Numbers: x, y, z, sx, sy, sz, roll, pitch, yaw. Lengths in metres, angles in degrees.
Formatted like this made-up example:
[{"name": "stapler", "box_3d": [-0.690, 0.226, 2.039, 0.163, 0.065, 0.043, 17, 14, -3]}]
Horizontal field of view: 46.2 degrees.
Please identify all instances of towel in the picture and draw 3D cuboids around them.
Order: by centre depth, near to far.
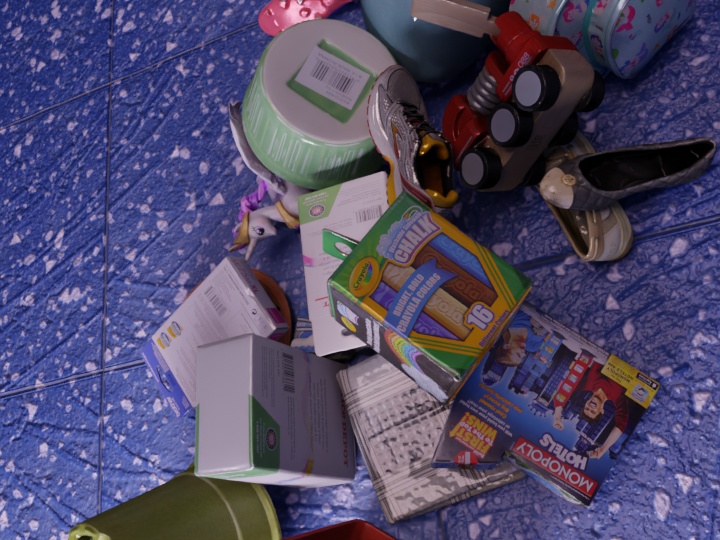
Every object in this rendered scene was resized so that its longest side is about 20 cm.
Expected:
[{"name": "towel", "box_3d": [0.087, 0.164, 0.955, 0.200, 0.035, 0.193, -25, 68, 11]}]

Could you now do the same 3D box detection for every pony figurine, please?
[{"name": "pony figurine", "box_3d": [-0.093, -0.121, 1.115, 0.200, 0.167, 0.194, -15, 73, 5]}]

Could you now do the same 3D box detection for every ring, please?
[{"name": "ring", "box_3d": [-0.176, 0.092, 1.145, 0.200, 0.019, 0.201, -9, 68, 24]}]

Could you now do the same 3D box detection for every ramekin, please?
[{"name": "ramekin", "box_3d": [-0.042, -0.208, 1.036, 0.199, 0.098, 0.200, 4, 69, -11]}]

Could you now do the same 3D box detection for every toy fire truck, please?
[{"name": "toy fire truck", "box_3d": [0.135, -0.208, 0.930, 0.200, 0.128, 0.176, 61, 140, 28]}]

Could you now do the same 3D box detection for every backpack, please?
[{"name": "backpack", "box_3d": [0.271, -0.304, 0.959, 0.200, 0.178, 0.151, -41, 56, 2]}]

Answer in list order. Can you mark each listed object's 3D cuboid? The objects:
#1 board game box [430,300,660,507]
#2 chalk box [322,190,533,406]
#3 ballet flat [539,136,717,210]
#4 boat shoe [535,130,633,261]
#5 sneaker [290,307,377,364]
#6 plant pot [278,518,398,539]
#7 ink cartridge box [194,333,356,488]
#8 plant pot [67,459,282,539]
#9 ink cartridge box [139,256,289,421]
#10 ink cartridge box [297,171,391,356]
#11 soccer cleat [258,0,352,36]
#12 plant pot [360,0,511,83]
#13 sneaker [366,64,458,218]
[{"name": "board game box", "box_3d": [0.172, 0.151, 0.889, 0.200, 0.062, 0.200, 33, 76, 14]}, {"name": "chalk box", "box_3d": [0.048, 0.017, 0.842, 0.200, 0.125, 0.124, 38, 74, 12]}, {"name": "ballet flat", "box_3d": [0.284, -0.111, 0.906, 0.200, 0.057, 0.067, -15, 67, -11]}, {"name": "boat shoe", "box_3d": [0.233, -0.097, 0.960, 0.073, 0.063, 0.201, -47, 56, 46]}, {"name": "sneaker", "box_3d": [0.000, 0.059, 1.034, 0.200, 0.077, 0.085, -12, 63, 23]}, {"name": "plant pot", "box_3d": [-0.001, 0.391, 0.858, 0.200, 0.200, 0.177, 22, 95, 31]}, {"name": "ink cartridge box", "box_3d": [-0.093, 0.167, 0.967, 0.087, 0.200, 0.146, -16, 67, 30]}, {"name": "plant pot", "box_3d": [-0.222, 0.322, 0.951, 0.200, 0.190, 0.201, 1, 92, 40]}, {"name": "ink cartridge box", "box_3d": [-0.194, 0.090, 1.095, 0.200, 0.042, 0.119, -43, 70, 20]}, {"name": "ink cartridge box", "box_3d": [0.000, 0.000, 0.971, 0.117, 0.067, 0.200, -14, 66, 18]}, {"name": "soccer cleat", "box_3d": [-0.060, -0.406, 1.243, 0.200, 0.067, 0.077, -22, 33, 25]}, {"name": "plant pot", "box_3d": [0.086, -0.318, 1.072, 0.200, 0.200, 0.135, 33, 126, 32]}, {"name": "sneaker", "box_3d": [0.067, -0.143, 0.946, 0.082, 0.078, 0.200, -37, 63, 54]}]
